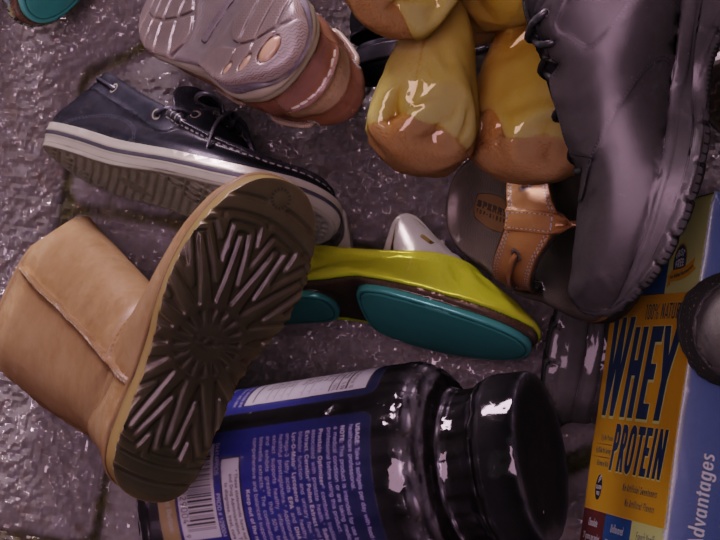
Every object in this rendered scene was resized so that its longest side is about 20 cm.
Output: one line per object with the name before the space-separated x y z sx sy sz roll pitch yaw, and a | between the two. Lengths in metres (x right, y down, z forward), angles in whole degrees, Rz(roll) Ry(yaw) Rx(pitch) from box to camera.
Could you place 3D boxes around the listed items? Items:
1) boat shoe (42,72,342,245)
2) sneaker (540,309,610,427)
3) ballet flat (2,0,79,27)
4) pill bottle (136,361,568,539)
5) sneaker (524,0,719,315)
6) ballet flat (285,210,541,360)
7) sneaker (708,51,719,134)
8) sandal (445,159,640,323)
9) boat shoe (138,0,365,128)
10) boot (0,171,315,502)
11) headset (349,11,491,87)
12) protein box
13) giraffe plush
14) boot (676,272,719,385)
boat shoe | -0.085 -0.062 1.085 0.200 0.075 0.062 18 71 40
sneaker | 0.150 -0.013 1.060 0.090 0.076 0.201 11 96 6
ballet flat | -0.153 -0.231 1.150 0.074 0.074 0.200 29 89 13
pill bottle | -0.003 0.106 1.039 0.199 0.112 0.112 -10 83 22
sneaker | 0.108 -0.082 0.880 0.090 0.076 0.201 12 93 1
ballet flat | 0.000 0.000 1.092 0.199 0.067 0.067 6 64 14
sneaker | 0.271 -0.077 1.017 0.200 0.085 0.073 27 130 26
sandal | 0.084 -0.026 1.013 0.054 0.200 0.082 9 98 -27
boat shoe | -0.057 -0.118 1.072 0.072 0.200 0.076 34 97 -31
boot | -0.115 0.008 1.049 0.066 0.200 0.176 28 94 -31
headset | 0.045 -0.145 1.101 0.200 0.094 0.124 26 95 28
protein box | 0.222 0.079 0.966 0.199 0.135 0.199 9 86 -8
giraffe plush | 0.057 -0.153 0.975 0.172 0.162 0.201 1 107 -16
boot | 0.232 0.001 0.837 0.199 0.131 0.068 -23 90 -10
